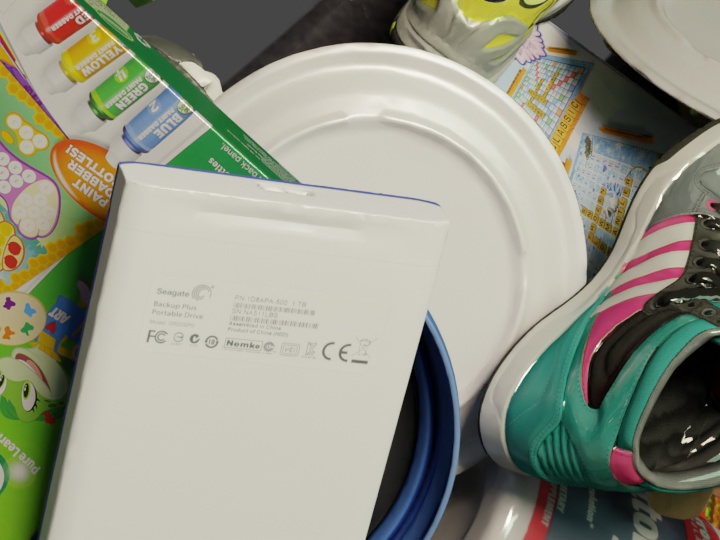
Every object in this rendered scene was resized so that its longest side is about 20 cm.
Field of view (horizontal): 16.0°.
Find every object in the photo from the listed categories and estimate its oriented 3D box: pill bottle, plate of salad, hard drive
[{"bbox_3d":[0.109,0.154,1.203,0.199,0.119,0.120,31,57,-26],"label":"pill bottle"},{"bbox_3d":[0.202,-0.088,1.260,0.199,0.048,0.200,17,26,-9],"label":"plate of salad"},{"bbox_3d":[-0.051,0.060,1.015,0.131,0.025,0.201,7,113,-19],"label":"hard drive"},{"bbox_3d":[0.000,0.000,1.121,0.199,0.048,0.201,-1,101,-7],"label":"plate of salad"}]

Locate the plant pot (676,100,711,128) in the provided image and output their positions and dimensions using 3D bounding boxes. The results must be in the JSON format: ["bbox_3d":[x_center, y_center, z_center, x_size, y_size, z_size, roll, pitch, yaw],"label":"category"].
[{"bbox_3d":[0.245,-0.090,1.399,0.200,0.093,0.202,13,49,-16],"label":"plant pot"}]

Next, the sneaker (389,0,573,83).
[{"bbox_3d":[0.084,-0.160,1.250,0.075,0.076,0.200,34,42,-6],"label":"sneaker"}]

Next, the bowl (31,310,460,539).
[{"bbox_3d":[-0.058,0.064,1.082,0.201,0.200,0.039,51,7,-10],"label":"bowl"}]

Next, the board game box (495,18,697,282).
[{"bbox_3d":[0.092,-0.029,1.239,0.199,0.041,0.200,35,43,-9],"label":"board game box"}]

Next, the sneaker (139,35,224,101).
[{"bbox_3d":[-0.077,-0.010,1.156,0.090,0.066,0.201,-25,92,-43],"label":"sneaker"}]

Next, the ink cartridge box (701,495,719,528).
[{"bbox_3d":[0.160,0.041,1.336,0.173,0.043,0.201,27,58,-25],"label":"ink cartridge box"}]

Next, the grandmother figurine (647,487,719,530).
[{"bbox_3d":[0.183,0.032,1.186,0.121,0.061,0.201,26,47,-12],"label":"grandmother figurine"}]

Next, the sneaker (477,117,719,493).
[{"bbox_3d":[0.151,0.019,1.091,0.200,0.120,0.084,-50,129,-16],"label":"sneaker"}]

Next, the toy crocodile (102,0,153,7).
[{"bbox_3d":[-0.152,-0.073,1.121,0.062,0.067,0.201,37,54,-20],"label":"toy crocodile"}]

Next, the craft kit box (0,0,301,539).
[{"bbox_3d":[-0.152,-0.018,1.021,0.200,0.198,0.049,41,12,-9],"label":"craft kit box"}]
